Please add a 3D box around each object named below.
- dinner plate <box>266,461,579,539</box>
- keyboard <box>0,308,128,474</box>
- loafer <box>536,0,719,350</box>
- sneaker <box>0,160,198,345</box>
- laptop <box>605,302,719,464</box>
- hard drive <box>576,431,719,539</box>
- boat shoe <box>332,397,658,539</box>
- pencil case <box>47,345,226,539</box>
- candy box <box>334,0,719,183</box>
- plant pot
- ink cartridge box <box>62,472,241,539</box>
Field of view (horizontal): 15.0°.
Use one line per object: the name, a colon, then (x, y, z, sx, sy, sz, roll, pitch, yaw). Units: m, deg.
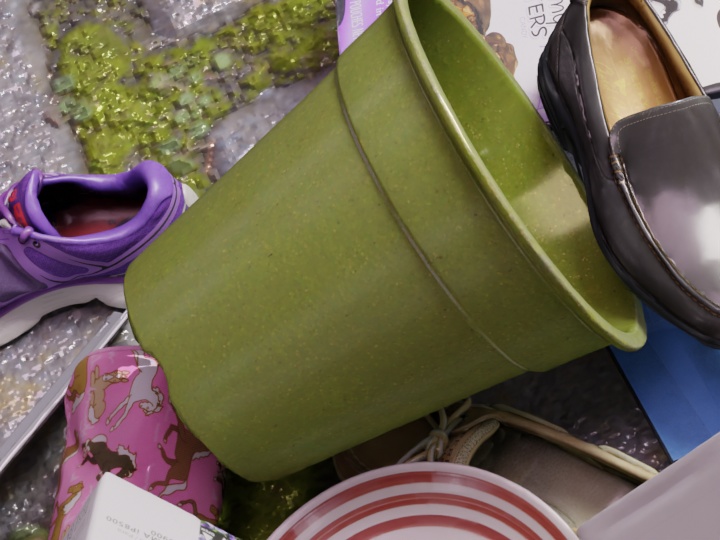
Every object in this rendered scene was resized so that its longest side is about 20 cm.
dinner plate: (0.024, 0.185, 1.226, 0.199, 0.024, 0.202, -8, 70, 21)
keyboard: (-0.173, 0.091, 1.352, 0.011, 0.056, 0.200, 41, 72, -8)
loafer: (0.137, -0.052, 1.249, 0.072, 0.073, 0.201, -19, 56, -17)
sneaker: (-0.180, -0.018, 1.405, 0.199, 0.084, 0.081, -16, 54, 7)
laptop: (0.215, 0.014, 1.239, 0.186, 0.200, 0.117, -22, 87, -6)
hard drive: (0.159, 0.178, 1.120, 0.026, 0.132, 0.201, -7, 70, -31)
boat shoe: (0.073, 0.098, 1.265, 0.200, 0.063, 0.073, 22, 66, 28)
pencil case: (-0.114, 0.137, 1.284, 0.082, 0.087, 0.201, 18, 57, -15)
candy box: (0.091, -0.120, 1.398, 0.198, 0.072, 0.169, -12, 55, 9)
plant pot: (0.000, 0.000, 1.251, 0.189, 0.200, 0.201, -34, 53, 14)
ink cartridge box: (-0.082, 0.176, 1.142, 0.108, 0.051, 0.200, 28, 25, -11)
